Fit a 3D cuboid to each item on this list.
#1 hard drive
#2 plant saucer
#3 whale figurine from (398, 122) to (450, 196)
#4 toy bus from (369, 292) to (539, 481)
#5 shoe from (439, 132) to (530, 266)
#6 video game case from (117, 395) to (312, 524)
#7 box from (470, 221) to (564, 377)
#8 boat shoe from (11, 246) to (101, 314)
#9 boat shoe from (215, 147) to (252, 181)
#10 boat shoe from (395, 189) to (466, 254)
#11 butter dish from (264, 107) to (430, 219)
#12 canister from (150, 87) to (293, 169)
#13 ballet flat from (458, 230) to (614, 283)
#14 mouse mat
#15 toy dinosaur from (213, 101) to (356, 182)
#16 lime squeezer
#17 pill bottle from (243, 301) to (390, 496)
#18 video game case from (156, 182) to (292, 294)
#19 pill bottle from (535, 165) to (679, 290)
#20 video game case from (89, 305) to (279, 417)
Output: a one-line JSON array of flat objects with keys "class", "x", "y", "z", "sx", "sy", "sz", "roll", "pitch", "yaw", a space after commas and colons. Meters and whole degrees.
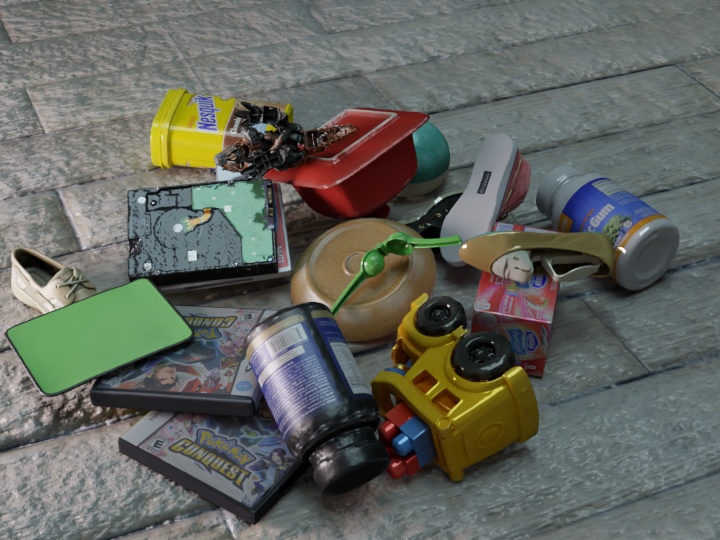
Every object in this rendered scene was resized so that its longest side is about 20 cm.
[{"class": "hard drive", "x": -0.214, "y": -0.052, "z": 1.640, "sx": 0.200, "sy": 0.038, "sz": 0.140, "roll": -7, "pitch": 63, "yaw": 0}, {"class": "plant saucer", "x": 0.000, "y": 0.000, "z": 1.612, "sx": 0.200, "sy": 0.035, "sz": 0.200, "roll": -6, "pitch": 54, "yaw": 9}, {"class": "whale figurine", "x": 0.039, "y": -0.188, "z": 1.862, "sx": 0.200, "sy": 0.104, "sz": 0.159, "roll": 14, "pitch": 39, "yaw": 16}, {"class": "toy bus", "x": 0.080, "y": 0.149, "z": 1.415, "sx": 0.192, "sy": 0.136, "sz": 0.200, "roll": -33, "pitch": 46, "yaw": -16}, {"class": "shoe", "x": 0.181, "y": -0.086, "z": 1.695, "sx": 0.071, "sy": 0.091, "sz": 0.200, "roll": 15, "pitch": 77, "yaw": 34}, {"class": "video game case", "x": -0.149, "y": 0.191, "z": 1.417, "sx": 0.200, "sy": 0.026, "sz": 0.181, "roll": 22, "pitch": 41, "yaw": 25}, {"class": "box", "x": 0.207, "y": 0.035, "z": 1.581, "sx": 0.102, "sy": 0.095, "sz": 0.200, "roll": 9, "pitch": 38, "yaw": 9}, {"class": "boat shoe", "x": -0.387, "y": 0.029, "z": 1.588, "sx": 0.200, "sy": 0.065, "sz": 0.072, "roll": 27, "pitch": 44, "yaw": 29}, {"class": "boat shoe", "x": -0.178, "y": -0.076, "z": 1.731, "sx": 0.071, "sy": 0.070, "sz": 0.200, "roll": -7, "pitch": 62, "yaw": 0}, {"class": "boat shoe", "x": 0.101, "y": -0.052, "z": 1.714, "sx": 0.201, "sy": 0.074, "sz": 0.063, "roll": -27, "pitch": 51, "yaw": -29}, {"class": "butter dish", "x": -0.002, "y": -0.133, "z": 1.731, "sx": 0.200, "sy": 0.148, "sz": 0.199, "roll": -38, "pitch": 29, "yaw": -23}, {"class": "canister", "x": -0.214, "y": -0.216, "z": 1.905, "sx": 0.200, "sy": 0.087, "sz": 0.149, "roll": 6, "pitch": 38, "yaw": 4}, {"class": "ballet flat", "x": 0.225, "y": -0.015, "z": 1.518, "sx": 0.200, "sy": 0.069, "sz": 0.063, "roll": -4, "pitch": 52, "yaw": -7}, {"class": "mouse mat", "x": -0.322, "y": 0.078, "z": 1.489, "sx": 0.200, "sy": 0.008, "sz": 0.161, "roll": -21, "pitch": 39, "yaw": -24}, {"class": "toy dinosaur", "x": -0.110, "y": -0.176, "z": 1.640, "sx": 0.102, "sy": 0.200, "sz": 0.136, "roll": 61, "pitch": 16, "yaw": 12}, {"class": "lime squeezer", "x": 0.036, "y": -0.007, "z": 1.558, "sx": 0.200, "sy": 0.038, "sz": 0.071, "roll": -30, "pitch": 57, "yaw": 10}, {"class": "pill bottle", "x": -0.046, "y": 0.145, "z": 1.360, "sx": 0.112, "sy": 0.112, "sz": 0.200, "roll": -16, "pitch": 65, "yaw": -23}, {"class": "video game case", "x": -0.201, "y": -0.044, "z": 1.666, "sx": 0.200, "sy": 0.017, "sz": 0.143, "roll": -8, "pitch": 63, "yaw": -2}, {"class": "pill bottle", "x": 0.341, "y": -0.068, "z": 1.709, "sx": 0.112, "sy": 0.112, "sz": 0.200, "roll": -21, "pitch": 42, "yaw": -27}, {"class": "video game case", "x": -0.204, "y": 0.105, "z": 1.476, "sx": 0.200, "sy": 0.026, "sz": 0.181, "roll": 3, "pitch": 35, "yaw": 10}]
